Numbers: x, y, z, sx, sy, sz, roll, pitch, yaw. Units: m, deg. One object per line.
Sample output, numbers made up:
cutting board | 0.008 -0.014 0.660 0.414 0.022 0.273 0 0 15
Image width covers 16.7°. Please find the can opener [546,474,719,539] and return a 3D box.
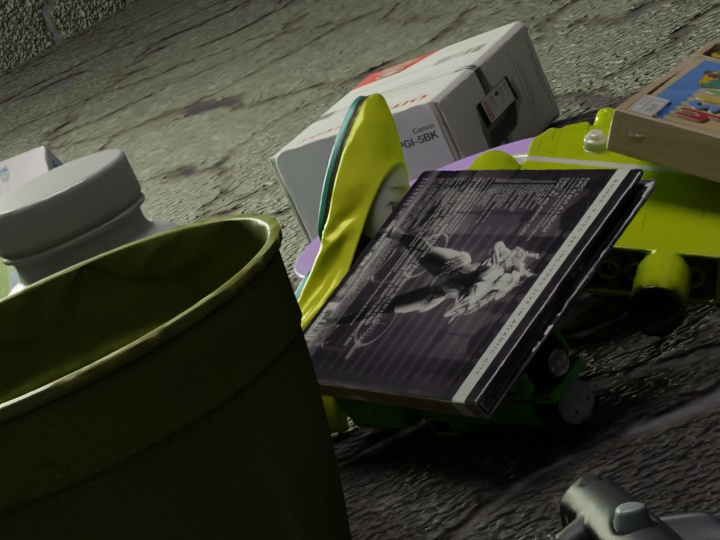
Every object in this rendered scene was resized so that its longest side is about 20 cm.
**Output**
can opener | 0.114 0.120 0.890 0.078 0.064 0.200 -24 13 -2

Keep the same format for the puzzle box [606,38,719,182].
puzzle box | 0.232 -0.084 1.382 0.132 0.026 0.200 17 23 19

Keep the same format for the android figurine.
android figurine | 0.145 -0.034 1.349 0.181 0.041 0.200 6 34 14

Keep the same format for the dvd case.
dvd case | 0.048 0.008 1.250 0.149 0.016 0.200 -53 25 -19

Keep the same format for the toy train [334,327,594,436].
toy train | 0.048 0.058 1.261 0.042 0.056 0.200 -48 24 -26

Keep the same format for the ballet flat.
ballet flat | 0.000 0.000 1.381 0.067 0.201 0.067 16 -12 19

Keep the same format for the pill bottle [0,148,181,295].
pill bottle | -0.121 0.043 1.297 0.111 0.201 0.111 -23 13 6

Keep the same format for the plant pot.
plant pot | -0.087 0.108 1.003 0.199 0.194 0.200 -22 13 5

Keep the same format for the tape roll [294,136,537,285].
tape roll | 0.062 -0.013 1.498 0.199 0.066 0.200 -22 14 6

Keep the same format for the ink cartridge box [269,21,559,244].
ink cartridge box | 0.044 -0.100 1.825 0.146 0.083 0.200 -17 14 29

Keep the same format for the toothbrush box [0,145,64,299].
toothbrush box | -0.221 0.048 1.467 0.145 0.201 0.086 -21 -31 13
